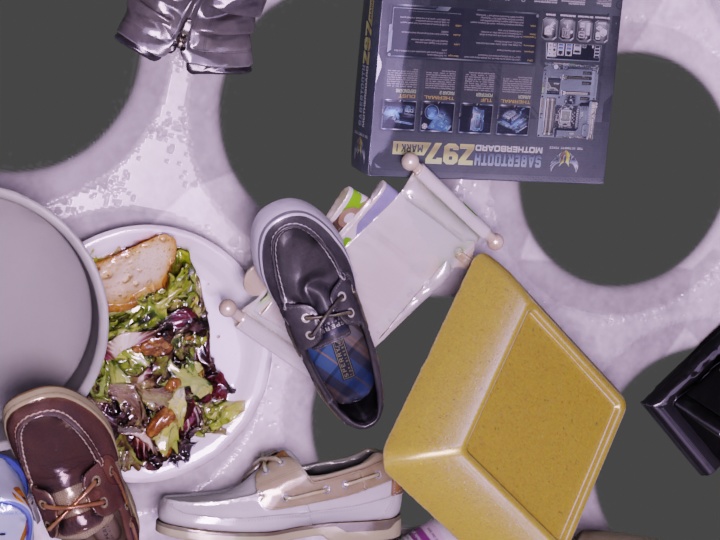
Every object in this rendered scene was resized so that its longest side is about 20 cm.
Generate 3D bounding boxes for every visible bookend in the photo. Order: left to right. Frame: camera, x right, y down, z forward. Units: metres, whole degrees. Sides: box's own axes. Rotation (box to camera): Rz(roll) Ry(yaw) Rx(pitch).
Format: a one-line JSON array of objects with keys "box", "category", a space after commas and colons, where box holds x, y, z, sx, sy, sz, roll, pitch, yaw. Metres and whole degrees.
[{"box": [0.357, 0.095, 1.532, 0.200, 0.199, 0.092, -43, 111, -3], "category": "bookend"}]

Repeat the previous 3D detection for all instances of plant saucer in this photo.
[{"box": [0.127, 0.120, 1.489, 0.200, 0.048, 0.201, 45, 58, -31], "category": "plant saucer"}]

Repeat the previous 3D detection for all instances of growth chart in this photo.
[{"box": [0.000, 0.000, 1.477, 0.200, 0.018, 0.145, -40, 127, 4], "category": "growth chart"}]

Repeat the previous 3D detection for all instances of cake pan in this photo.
[{"box": [-0.281, 0.032, 1.407, 0.198, 0.037, 0.202, -1, 104, -2], "category": "cake pan"}]

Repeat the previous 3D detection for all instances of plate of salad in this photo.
[{"box": [-0.162, 0.066, 1.462, 0.198, 0.048, 0.202, -3, 102, -16], "category": "plate of salad"}]

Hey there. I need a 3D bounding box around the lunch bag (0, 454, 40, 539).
[{"box": [-0.331, 0.202, 1.410, 0.198, 0.076, 0.161, 0, 119, -17], "category": "lunch bag"}]

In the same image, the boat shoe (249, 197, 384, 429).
[{"box": [-0.026, 0.039, 1.439, 0.069, 0.066, 0.201, -22, 126, -8], "category": "boat shoe"}]

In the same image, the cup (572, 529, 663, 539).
[{"box": [0.209, 0.290, 1.553, 0.143, 0.200, 0.201, 34, 91, 7], "category": "cup"}]

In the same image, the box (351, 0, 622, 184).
[{"box": [0.097, -0.149, 1.487, 0.198, 0.051, 0.159, 1, 101, -16], "category": "box"}]

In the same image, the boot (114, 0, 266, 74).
[{"box": [-0.076, -0.207, 1.424, 0.198, 0.070, 0.133, 8, 102, -4], "category": "boot"}]

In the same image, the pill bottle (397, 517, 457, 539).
[{"box": [0.014, 0.288, 1.524, 0.199, 0.112, 0.113, -31, 108, -7], "category": "pill bottle"}]

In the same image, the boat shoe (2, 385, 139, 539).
[{"box": [-0.203, 0.164, 1.415, 0.072, 0.072, 0.201, -19, 136, -4], "category": "boat shoe"}]

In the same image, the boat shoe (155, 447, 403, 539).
[{"box": [-0.063, 0.173, 1.503, 0.198, 0.075, 0.069, 0, 95, -23], "category": "boat shoe"}]
